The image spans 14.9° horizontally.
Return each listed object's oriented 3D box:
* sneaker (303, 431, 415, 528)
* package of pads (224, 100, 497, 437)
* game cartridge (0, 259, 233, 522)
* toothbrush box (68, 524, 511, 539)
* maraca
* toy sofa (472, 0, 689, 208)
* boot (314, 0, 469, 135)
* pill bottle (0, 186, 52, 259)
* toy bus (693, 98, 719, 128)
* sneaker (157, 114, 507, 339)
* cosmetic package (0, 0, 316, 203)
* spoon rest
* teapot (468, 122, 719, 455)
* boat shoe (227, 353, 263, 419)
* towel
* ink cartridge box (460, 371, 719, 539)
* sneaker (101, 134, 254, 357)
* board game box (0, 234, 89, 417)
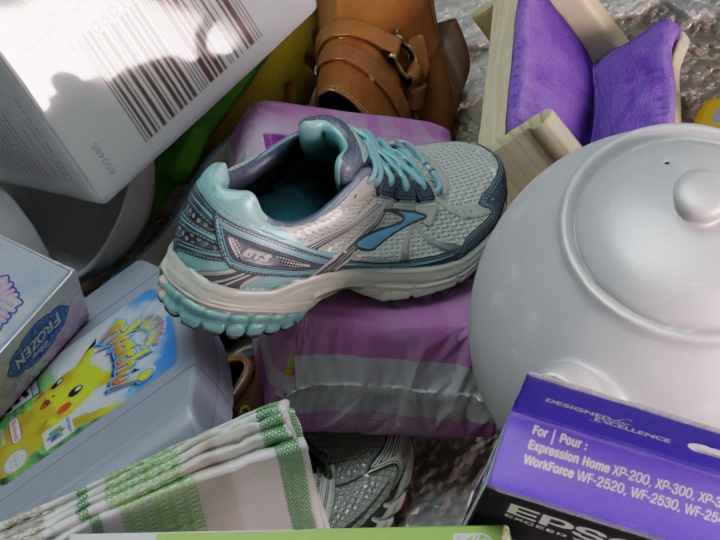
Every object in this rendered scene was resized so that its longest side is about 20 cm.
[{"bbox_3d":[-0.057,0.116,1.337,0.199,0.083,0.078,-31,42,-24],"label":"sneaker"},{"bbox_3d":[0.000,0.000,1.392,0.120,0.076,0.201,7,35,-16],"label":"package of pads"},{"bbox_3d":[-0.127,0.066,1.339,0.133,0.041,0.200,-32,25,1],"label":"game cartridge"},{"bbox_3d":[-0.024,0.190,1.194,0.199,0.146,0.086,-4,41,14],"label":"toothbrush box"},{"bbox_3d":[-0.090,-0.098,1.578,0.201,0.107,0.137,-61,13,-27],"label":"maraca"},{"bbox_3d":[0.115,-0.093,1.479,0.097,0.083,0.200,-32,23,23],"label":"toy sofa"},{"bbox_3d":[-0.008,-0.137,1.530,0.076,0.201,0.156,-9,31,25],"label":"boot"},{"bbox_3d":[-0.261,0.037,1.471,0.199,0.113,0.113,-32,42,-18],"label":"pill bottle"},{"bbox_3d":[0.185,-0.002,1.415,0.078,0.065,0.200,7,44,24],"label":"toy bus"},{"bbox_3d":[-0.001,-0.032,1.296,0.199,0.087,0.078,-21,48,-38],"label":"sneaker"},{"bbox_3d":[-0.165,-0.156,1.445,0.165,0.165,0.200,-44,28,-21],"label":"cosmetic package"},{"bbox_3d":[-0.168,-0.051,1.533,0.060,0.100,0.200,17,3,-27],"label":"spoon rest"},{"bbox_3d":[0.146,0.003,1.254,0.196,0.146,0.201,-6,54,-10],"label":"teapot"},{"bbox_3d":[-0.125,0.108,1.381,0.199,0.068,0.072,-31,42,-19],"label":"boat shoe"},{"bbox_3d":[-0.103,0.152,1.260,0.199,0.150,0.031,-24,43,-10],"label":"towel"},{"bbox_3d":[0.145,0.110,1.156,0.197,0.200,0.044,16,72,2],"label":"ink cartridge box"},{"bbox_3d":[-0.068,-0.003,1.497,0.080,0.077,0.200,21,56,23],"label":"sneaker"},{"bbox_3d":[-0.272,0.042,1.367,0.199,0.041,0.200,26,59,26],"label":"board game box"}]
